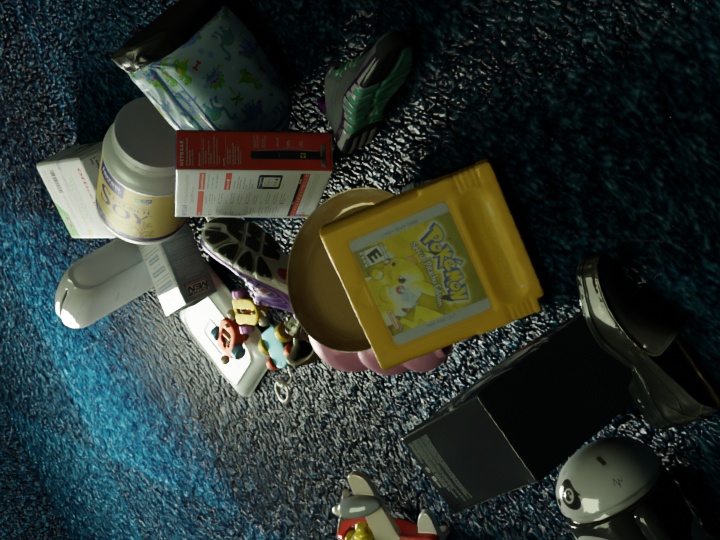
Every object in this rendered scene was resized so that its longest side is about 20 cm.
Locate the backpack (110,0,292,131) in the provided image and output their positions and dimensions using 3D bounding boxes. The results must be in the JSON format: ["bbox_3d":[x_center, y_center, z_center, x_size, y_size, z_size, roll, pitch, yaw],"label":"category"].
[{"bbox_3d":[-0.175,-0.225,1.423,0.153,0.163,0.200,8,133,48],"label":"backpack"}]

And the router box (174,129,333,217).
[{"bbox_3d":[-0.134,-0.113,1.402,0.200,0.179,0.049,127,142,-74],"label":"router box"}]

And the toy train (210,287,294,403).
[{"bbox_3d":[-0.149,0.106,1.769,0.200,0.056,0.151,34,129,37],"label":"toy train"}]

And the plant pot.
[{"bbox_3d":[0.000,0.000,1.398,0.199,0.027,0.201,-6,78,30],"label":"plant pot"}]

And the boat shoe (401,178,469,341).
[{"bbox_3d":[0.106,-0.011,1.297,0.074,0.067,0.200,-87,-22,-61],"label":"boat shoe"}]

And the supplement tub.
[{"bbox_3d":[-0.306,-0.144,1.688,0.145,0.145,0.200,49,149,13],"label":"supplement tub"}]

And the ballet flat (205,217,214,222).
[{"bbox_3d":[-0.185,-0.133,1.614,0.075,0.068,0.200,23,135,21],"label":"ballet flat"}]

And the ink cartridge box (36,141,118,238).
[{"bbox_3d":[-0.447,-0.136,1.956,0.200,0.084,0.145,2,120,55],"label":"ink cartridge box"}]

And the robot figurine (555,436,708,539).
[{"bbox_3d":[0.292,0.277,1.244,0.150,0.125,0.200,-28,95,41],"label":"robot figurine"}]

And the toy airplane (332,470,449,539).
[{"bbox_3d":[0.039,0.412,1.715,0.200,0.141,0.199,42,146,23],"label":"toy airplane"}]

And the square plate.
[{"bbox_3d":[-0.229,0.105,1.923,0.198,0.028,0.200,52,149,10],"label":"square plate"}]

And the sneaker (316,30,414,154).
[{"bbox_3d":[-0.008,-0.212,1.276,0.088,0.074,0.200,54,150,14],"label":"sneaker"}]

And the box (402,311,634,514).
[{"bbox_3d":[0.176,0.144,1.217,0.104,0.200,0.182,55,149,4],"label":"box"}]

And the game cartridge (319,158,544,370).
[{"bbox_3d":[0.080,-0.004,1.253,0.199,0.032,0.177,-22,104,14],"label":"game cartridge"}]

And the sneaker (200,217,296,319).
[{"bbox_3d":[-0.131,0.009,1.504,0.200,0.081,0.083,36,130,-25],"label":"sneaker"}]

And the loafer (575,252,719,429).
[{"bbox_3d":[0.281,0.063,1.129,0.072,0.073,0.200,-18,112,50],"label":"loafer"}]

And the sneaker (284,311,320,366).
[{"bbox_3d":[-0.066,0.060,1.603,0.070,0.075,0.200,36,144,31],"label":"sneaker"}]

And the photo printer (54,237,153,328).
[{"bbox_3d":[-0.418,0.013,1.939,0.070,0.200,0.166,51,148,10],"label":"photo printer"}]

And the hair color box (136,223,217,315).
[{"bbox_3d":[-0.307,-0.038,1.843,0.099,0.060,0.201,-27,86,60],"label":"hair color box"}]

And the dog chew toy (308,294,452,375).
[{"bbox_3d":[0.029,0.075,1.447,0.200,0.124,0.125,12,128,40],"label":"dog chew toy"}]
